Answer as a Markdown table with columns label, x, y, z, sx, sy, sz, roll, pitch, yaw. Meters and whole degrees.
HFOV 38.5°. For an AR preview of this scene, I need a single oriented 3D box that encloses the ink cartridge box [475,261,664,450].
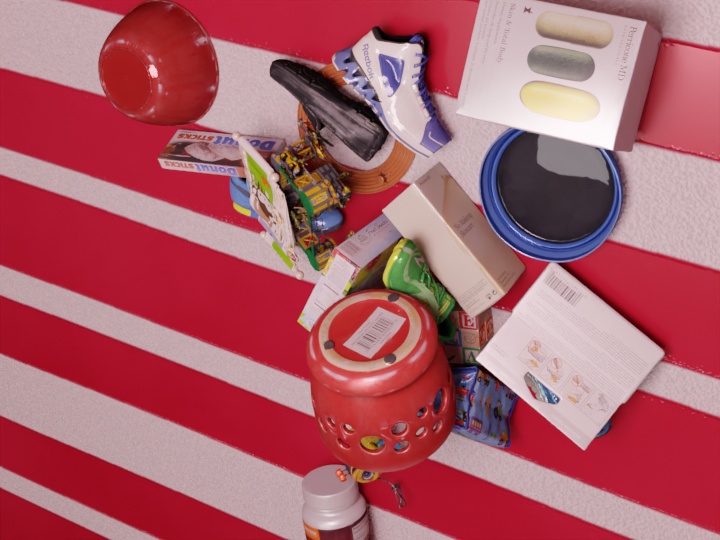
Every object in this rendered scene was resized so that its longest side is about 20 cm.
| label | x | y | z | sx | sy | sz | roll | pitch | yaw |
| --- | --- | --- | --- | --- | --- | --- | --- | --- | --- |
| ink cartridge box | 0.290 | 0.117 | 1.440 | 0.200 | 0.045 | 0.177 | 40 | 94 | 7 |

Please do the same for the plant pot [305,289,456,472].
| label | x | y | z | sx | sy | sz | roll | pitch | yaw |
| --- | --- | --- | --- | --- | --- | --- | --- | --- | --- |
| plant pot | 0.023 | 0.139 | 1.391 | 0.199 | 0.201 | 0.184 | 9 | 137 | 24 |

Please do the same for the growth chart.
| label | x | y | z | sx | sy | sz | roll | pitch | yaw |
| --- | --- | --- | --- | --- | --- | --- | --- | --- | --- |
| growth chart | -0.136 | -0.098 | 1.515 | 0.145 | 0.018 | 0.201 | 42 | 152 | 45 |

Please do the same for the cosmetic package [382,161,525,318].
| label | x | y | z | sx | sy | sz | roll | pitch | yaw |
| --- | --- | --- | --- | --- | --- | --- | --- | --- | --- |
| cosmetic package | 0.134 | -0.044 | 1.464 | 0.073 | 0.104 | 0.200 | -38 | 93 | 34 |

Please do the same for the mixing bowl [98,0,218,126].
| label | x | y | z | sx | sy | sz | roll | pitch | yaw |
| --- | --- | --- | --- | --- | --- | --- | --- | --- | --- |
| mixing bowl | -0.331 | -0.307 | 1.594 | 0.198 | 0.108 | 0.202 | 12 | 118 | 24 |

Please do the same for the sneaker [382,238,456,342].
| label | x | y | z | sx | sy | sz | roll | pitch | yaw |
| --- | --- | --- | --- | --- | --- | --- | --- | --- | --- |
| sneaker | 0.090 | 0.028 | 1.430 | 0.083 | 0.074 | 0.201 | 14 | 149 | 32 |

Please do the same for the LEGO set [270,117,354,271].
| label | x | y | z | sx | sy | sz | roll | pitch | yaw |
| --- | --- | --- | --- | --- | --- | --- | --- | --- | --- |
| LEGO set | -0.047 | -0.109 | 1.475 | 0.154 | 0.115 | 0.201 | 48 | 158 | 37 |

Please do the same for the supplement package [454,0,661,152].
| label | x | y | z | sx | sy | sz | roll | pitch | yaw |
| --- | --- | --- | --- | --- | --- | --- | --- | --- | --- |
| supplement package | 0.244 | -0.241 | 1.262 | 0.198 | 0.150 | 0.153 | 17 | 102 | 21 |

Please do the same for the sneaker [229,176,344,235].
| label | x | y | z | sx | sy | sz | roll | pitch | yaw |
| --- | --- | --- | --- | --- | --- | --- | --- | --- | --- |
| sneaker | -0.117 | -0.113 | 1.587 | 0.199 | 0.066 | 0.079 | 19 | 131 | 22 |

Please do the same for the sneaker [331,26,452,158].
| label | x | y | z | sx | sy | sz | roll | pitch | yaw |
| --- | --- | --- | --- | --- | --- | --- | --- | --- | --- |
| sneaker | 0.065 | -0.257 | 1.410 | 0.199 | 0.081 | 0.115 | 46 | 114 | -5 |

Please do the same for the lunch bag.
| label | x | y | z | sx | sy | sz | roll | pitch | yaw |
| --- | --- | --- | --- | --- | --- | --- | --- | --- | --- |
| lunch bag | 0.114 | 0.199 | 1.559 | 0.198 | 0.150 | 0.095 | 2 | 73 | 34 |

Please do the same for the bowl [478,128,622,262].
| label | x | y | z | sx | sy | sz | roll | pitch | yaw |
| --- | --- | --- | --- | --- | --- | --- | --- | --- | --- |
| bowl | 0.260 | -0.111 | 1.403 | 0.199 | 0.039 | 0.203 | 12 | 117 | 24 |

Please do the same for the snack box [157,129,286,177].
| label | x | y | z | sx | sy | sz | roll | pitch | yaw |
| --- | --- | --- | --- | --- | --- | --- | --- | --- | --- |
| snack box | -0.217 | -0.182 | 1.610 | 0.198 | 0.072 | 0.024 | 9 | 140 | 25 |

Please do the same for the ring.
| label | x | y | z | sx | sy | sz | roll | pitch | yaw |
| --- | --- | --- | --- | --- | --- | --- | --- | --- | --- |
| ring | -0.009 | -0.208 | 1.518 | 0.199 | 0.019 | 0.202 | 11 | 117 | 23 |

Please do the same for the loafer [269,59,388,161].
| label | x | y | z | sx | sy | sz | roll | pitch | yaw |
| --- | --- | --- | --- | --- | --- | --- | --- | --- | --- |
| loafer | -0.052 | -0.230 | 1.478 | 0.200 | 0.068 | 0.071 | 36 | 117 | 6 |

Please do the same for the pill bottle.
| label | x | y | z | sx | sy | sz | roll | pitch | yaw |
| --- | --- | --- | --- | --- | --- | --- | --- | --- | --- |
| pill bottle | -0.040 | 0.446 | 1.779 | 0.113 | 0.114 | 0.202 | 3 | 114 | 27 |

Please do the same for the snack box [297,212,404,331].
| label | x | y | z | sx | sy | sz | roll | pitch | yaw |
| --- | --- | --- | --- | --- | --- | --- | --- | --- | --- |
| snack box | 0.000 | 0.000 | 1.496 | 0.053 | 0.200 | 0.143 | 37 | 125 | 11 |

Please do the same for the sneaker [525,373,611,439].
| label | x | y | z | sx | sy | sz | roll | pitch | yaw |
| --- | --- | --- | --- | --- | --- | --- | --- | --- | --- |
| sneaker | 0.294 | 0.156 | 1.487 | 0.200 | 0.078 | 0.090 | 48 | 122 | 1 |

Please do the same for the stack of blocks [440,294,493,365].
| label | x | y | z | sx | sy | sz | roll | pitch | yaw |
| --- | --- | --- | --- | --- | --- | --- | --- | --- | --- |
| stack of blocks | 0.100 | 0.097 | 1.574 | 0.198 | 0.059 | 0.116 | 3 | 114 | 27 |

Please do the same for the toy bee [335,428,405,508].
| label | x | y | z | sx | sy | sz | roll | pitch | yaw |
| --- | --- | --- | --- | --- | --- | --- | --- | --- | --- |
| toy bee | 0.012 | 0.300 | 1.674 | 0.131 | 0.108 | 0.202 | 148 | 109 | -71 |
